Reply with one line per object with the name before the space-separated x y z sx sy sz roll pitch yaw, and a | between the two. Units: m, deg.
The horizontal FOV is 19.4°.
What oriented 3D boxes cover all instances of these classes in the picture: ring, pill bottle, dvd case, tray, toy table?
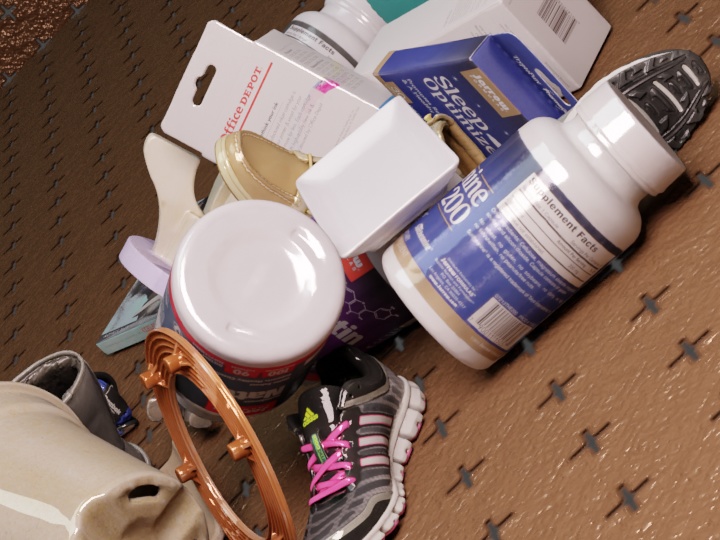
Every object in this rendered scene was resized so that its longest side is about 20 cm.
ring | -0.102 0.132 1.456 0.019 0.201 0.200 -28 14 -19
pill bottle | 0.000 0.000 1.619 0.200 0.112 0.112 -34 23 31
pill bottle | -0.047 -0.179 2.052 0.200 0.116 0.116 -49 20 -11
dvd case | -0.177 -0.008 2.121 0.146 0.022 0.200 -22 32 49
pill bottle | 0.121 -0.034 1.445 0.200 0.111 0.111 -42 20 12
pill bottle | -0.085 0.039 1.498 0.120 0.120 0.200 -55 -3 -23
tray | 0.014 -0.065 1.527 0.107 0.022 0.200 -41 21 3
toy table | -0.135 -0.031 1.881 0.117 0.184 0.200 -60 24 5

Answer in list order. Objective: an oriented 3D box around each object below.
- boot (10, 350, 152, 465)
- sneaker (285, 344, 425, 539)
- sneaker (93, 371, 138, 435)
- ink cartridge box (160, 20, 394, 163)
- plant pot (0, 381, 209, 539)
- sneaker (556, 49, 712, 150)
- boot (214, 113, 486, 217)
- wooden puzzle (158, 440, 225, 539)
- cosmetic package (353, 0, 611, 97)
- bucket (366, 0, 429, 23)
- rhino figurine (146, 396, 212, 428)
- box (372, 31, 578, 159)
boot | -0.256 0.170 1.699 0.182 0.073 0.200 -51 -21 -11
sneaker | -0.015 0.125 1.445 0.074 0.087 0.200 -32 24 34
sneaker | -0.270 0.154 1.910 0.115 0.081 0.199 -34 21 35
ink cartridge box | -0.054 -0.126 1.788 0.115 0.200 0.068 -62 -4 21
plant pot | -0.214 0.194 1.515 0.183 0.200 0.200 11 57 44
sneaker | 0.167 -0.095 1.531 0.200 0.074 0.079 -39 16 19
boot | -0.001 -0.080 1.663 0.155 0.200 0.073 -31 43 31
wooden puzzle | -0.180 0.240 1.640 0.200 0.037 0.185 -51 20 1
cosmetic package | 0.098 -0.181 1.781 0.200 0.108 0.085 -21 32 47
bucket | 0.099 -0.291 1.863 0.207 0.207 0.135 -19 40 52
rhino figurine | -0.096 0.058 1.776 0.200 0.060 0.087 -42 10 3
box | 0.100 -0.130 1.655 0.032 0.121 0.200 -52 20 -18
